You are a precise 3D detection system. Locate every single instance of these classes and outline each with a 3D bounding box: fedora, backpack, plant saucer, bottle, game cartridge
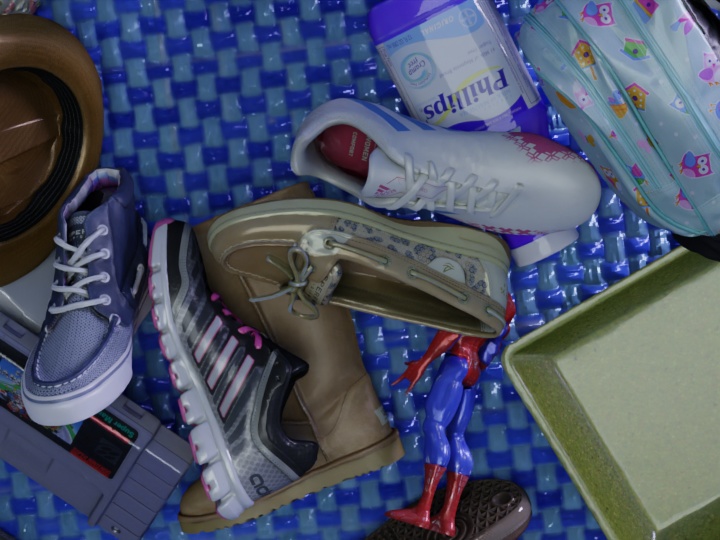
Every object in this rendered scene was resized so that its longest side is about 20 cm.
[{"bbox_3d":[-0.259,-0.084,1.287,0.082,0.200,0.201,21,102,34],"label":"fedora"},{"bbox_3d":[0.191,-0.107,1.211,0.127,0.167,0.200,-39,111,1],"label":"backpack"},{"bbox_3d":[0.227,0.086,1.323,0.200,0.048,0.200,-31,95,8],"label":"plant saucer"},{"bbox_3d":[0.081,-0.101,1.296,0.083,0.065,0.200,-25,96,15],"label":"bottle"},{"bbox_3d":[-0.215,0.102,1.333,0.200,0.130,0.038,34,55,-1],"label":"game cartridge"}]

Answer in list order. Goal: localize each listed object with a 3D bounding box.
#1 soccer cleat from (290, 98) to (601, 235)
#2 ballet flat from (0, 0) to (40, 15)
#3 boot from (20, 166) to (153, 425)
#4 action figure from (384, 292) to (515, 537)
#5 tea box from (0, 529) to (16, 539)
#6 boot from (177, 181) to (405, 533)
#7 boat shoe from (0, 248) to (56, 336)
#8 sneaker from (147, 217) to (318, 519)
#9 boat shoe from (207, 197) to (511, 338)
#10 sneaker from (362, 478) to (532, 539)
[{"bbox_3d":[0.049,-0.057,1.236,0.200,0.086,0.070,14,115,17],"label":"soccer cleat"},{"bbox_3d":[-0.276,-0.163,1.317,0.076,0.064,0.200,40,99,-2],"label":"ballet flat"},{"bbox_3d":[-0.181,0.013,1.261,0.073,0.200,0.090,-7,118,11],"label":"boot"},{"bbox_3d":[0.063,0.075,1.320,0.052,0.065,0.200,12,81,38],"label":"action figure"},{"bbox_3d":[-0.333,0.269,1.322,0.134,0.197,0.200,35,99,-2],"label":"tea box"},{"bbox_3d":[-0.078,0.061,1.341,0.175,0.066,0.200,-22,94,4],"label":"boot"},{"bbox_3d":[-0.265,0.008,1.345,0.200,0.072,0.068,27,134,-14],"label":"boat shoe"},{"bbox_3d":[-0.081,0.056,1.275,0.087,0.074,0.200,-17,83,-1],"label":"sneaker"},{"bbox_3d":[0.000,0.000,1.257,0.200,0.073,0.063,6,63,-6],"label":"boat shoe"},{"bbox_3d":[0.038,0.217,1.361,0.200,0.070,0.076,-29,122,6],"label":"sneaker"}]
